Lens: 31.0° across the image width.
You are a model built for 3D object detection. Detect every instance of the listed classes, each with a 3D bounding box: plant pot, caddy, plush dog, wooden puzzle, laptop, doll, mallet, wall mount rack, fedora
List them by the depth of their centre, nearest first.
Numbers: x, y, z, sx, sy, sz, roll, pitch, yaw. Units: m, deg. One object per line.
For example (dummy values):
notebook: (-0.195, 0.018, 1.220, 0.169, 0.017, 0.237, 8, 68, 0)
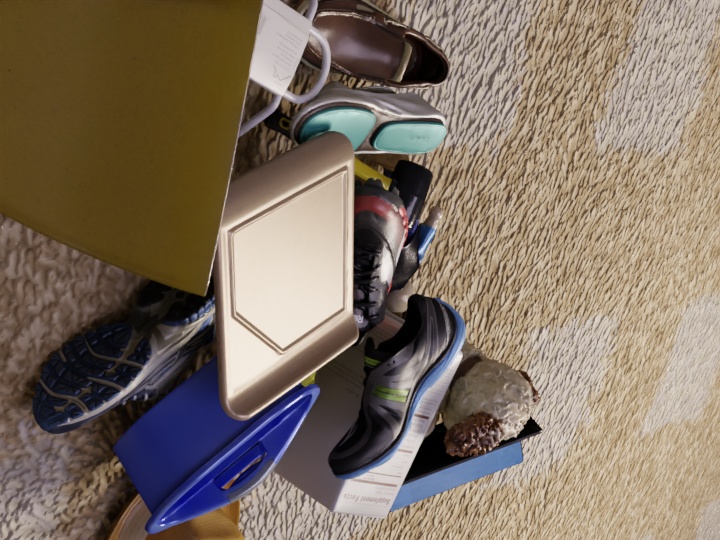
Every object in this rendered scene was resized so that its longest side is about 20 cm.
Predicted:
plant pot: (-0.174, -0.123, 0.880, 0.174, 0.200, 0.203, 9, 111, -11)
wall mount rack: (-0.114, -0.171, 1.060, 0.199, 0.074, 0.176, 23, 90, -56)
wooden puzzle: (-0.067, 0.001, 1.108, 0.184, 0.037, 0.203, -33, 128, -47)
caddy: (-0.126, 0.155, 1.174, 0.199, 0.105, 0.142, -39, 168, -11)
mallet: (-0.007, -0.111, 1.231, 0.199, 0.041, 0.066, 36, 76, -35)
fedora: (-0.168, 0.283, 1.281, 0.200, 0.081, 0.203, -32, 135, -38)
doll: (0.036, -0.033, 1.370, 0.136, 0.048, 0.202, -37, 139, -28)
plush dog: (0.115, 0.132, 1.464, 0.199, 0.170, 0.162, -34, 137, -47)
laptop: (0.119, 0.240, 1.546, 0.185, 0.200, 0.117, -20, 103, -4)

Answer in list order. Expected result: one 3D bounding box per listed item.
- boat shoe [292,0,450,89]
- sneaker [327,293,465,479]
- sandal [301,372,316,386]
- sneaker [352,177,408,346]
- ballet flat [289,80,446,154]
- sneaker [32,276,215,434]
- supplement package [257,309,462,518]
boat shoe: (0.016, -0.208, 1.199, 0.201, 0.074, 0.076, -1, 114, -53)
sneaker: (0.023, 0.111, 1.265, 0.082, 0.071, 0.201, 36, 82, -24)
sandal: (-0.085, 0.061, 1.266, 0.086, 0.080, 0.202, -7, 133, -10)
sneaker: (0.000, 0.000, 1.243, 0.201, 0.070, 0.099, 102, 2, -52)
ballet flat: (-0.003, -0.142, 1.193, 0.199, 0.069, 0.070, -3, 115, -46)
sneaker: (-0.193, 0.085, 1.124, 0.199, 0.077, 0.086, -39, 144, -30)
supplement package: (0.000, 0.145, 1.384, 0.117, 0.116, 0.202, 21, 96, -56)
